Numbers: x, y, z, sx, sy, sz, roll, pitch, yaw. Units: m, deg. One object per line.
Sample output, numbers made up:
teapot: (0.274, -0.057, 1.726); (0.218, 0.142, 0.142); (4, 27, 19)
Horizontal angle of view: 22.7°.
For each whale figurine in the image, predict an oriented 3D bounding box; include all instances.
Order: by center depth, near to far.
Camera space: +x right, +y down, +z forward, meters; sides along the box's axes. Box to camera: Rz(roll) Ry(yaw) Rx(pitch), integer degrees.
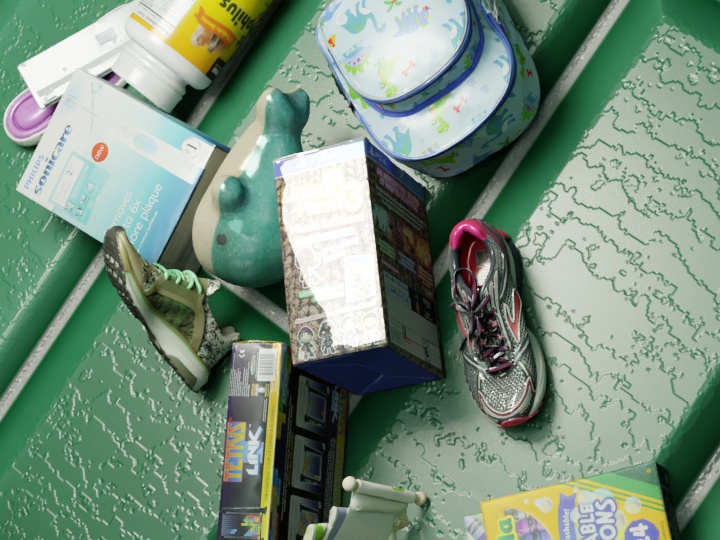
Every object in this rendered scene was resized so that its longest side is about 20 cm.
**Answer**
whale figurine: (-0.085, -0.077, 1.759); (0.103, 0.159, 0.201); (26, 104, 21)

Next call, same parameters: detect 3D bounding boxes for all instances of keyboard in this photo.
keyboard: (-0.268, -0.244, 1.922); (0.199, 0.011, 0.057); (-30, 76, -5)

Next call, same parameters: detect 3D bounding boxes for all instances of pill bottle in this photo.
pill bottle: (-0.170, -0.266, 1.865); (0.109, 0.109, 0.201); (37, 91, 26)

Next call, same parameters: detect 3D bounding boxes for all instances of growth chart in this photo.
growth chart: (-0.026, 0.277, 1.650); (0.018, 0.144, 0.201); (32, 92, 38)

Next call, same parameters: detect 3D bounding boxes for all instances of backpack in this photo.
backpack: (0.063, -0.201, 1.733); (0.182, 0.147, 0.201); (-35, 69, 14)

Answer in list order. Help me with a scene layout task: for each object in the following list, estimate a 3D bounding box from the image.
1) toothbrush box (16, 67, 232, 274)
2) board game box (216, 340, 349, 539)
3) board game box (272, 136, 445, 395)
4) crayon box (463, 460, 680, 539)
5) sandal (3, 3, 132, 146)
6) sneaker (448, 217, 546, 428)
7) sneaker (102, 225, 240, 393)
toothbrush box: (-0.235, -0.099, 1.860); (0.199, 0.085, 0.147); (31, 95, 27)
board game box: (-0.070, 0.179, 1.678); (0.056, 0.165, 0.202); (-1, 76, 21)
board game box: (0.000, 0.000, 1.699); (0.096, 0.159, 0.202); (-12, 71, 19)
crayon box: (0.187, 0.257, 1.613); (0.199, 0.052, 0.127); (-16, 71, 19)
sandal: (-0.308, -0.210, 1.943); (0.203, 0.050, 0.083); (-44, 67, 5)
sneaker: (0.117, 0.050, 1.684); (0.080, 0.075, 0.202); (-19, 71, 17)
sneaker: (-0.184, 0.023, 1.775); (0.088, 0.201, 0.077); (-37, 35, -12)
